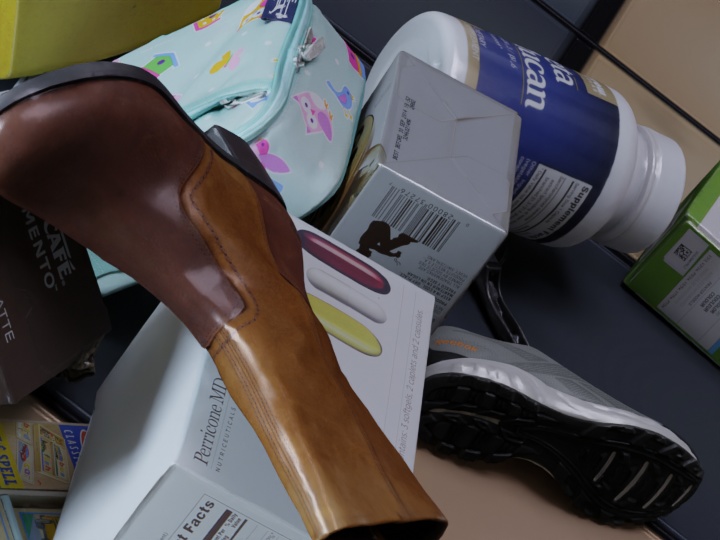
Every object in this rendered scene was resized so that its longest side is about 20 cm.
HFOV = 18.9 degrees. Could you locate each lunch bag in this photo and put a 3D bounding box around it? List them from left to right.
[{"bbox_3d":[-0.095,-0.065,1.139,0.077,0.199,0.161,55,27,-25],"label":"lunch bag"}]

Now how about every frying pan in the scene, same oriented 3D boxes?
[{"bbox_3d":[0.057,-0.021,1.394,0.115,0.031,0.190,20,34,-25],"label":"frying pan"}]

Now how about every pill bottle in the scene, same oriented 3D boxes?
[{"bbox_3d":[0.106,-0.081,1.382,0.199,0.111,0.111,20,37,-27],"label":"pill bottle"}]

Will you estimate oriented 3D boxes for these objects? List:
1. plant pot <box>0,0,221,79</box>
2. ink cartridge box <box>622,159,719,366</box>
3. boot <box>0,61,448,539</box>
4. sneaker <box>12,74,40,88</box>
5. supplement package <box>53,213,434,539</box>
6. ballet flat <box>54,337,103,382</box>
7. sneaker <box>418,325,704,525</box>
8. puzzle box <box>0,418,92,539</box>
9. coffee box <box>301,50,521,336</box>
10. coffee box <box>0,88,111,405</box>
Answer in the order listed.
[{"bbox_3d":[-0.195,-0.227,1.233,0.199,0.200,0.176,29,44,14],"label":"plant pot"},{"bbox_3d":[0.301,0.023,1.529,0.200,0.076,0.148,42,33,3],"label":"ink cartridge box"},{"bbox_3d":[-0.060,0.025,0.842,0.201,0.068,0.188,63,14,25],"label":"boot"},{"bbox_3d":[-0.110,-0.097,1.281,0.199,0.071,0.073,7,44,-36],"label":"sneaker"},{"bbox_3d":[-0.058,0.093,0.978,0.111,0.156,0.200,29,34,-14],"label":"supplement package"},{"bbox_3d":[-0.174,0.050,1.029,0.200,0.067,0.047,-34,114,-68],"label":"ballet flat"},{"bbox_3d":[0.119,0.086,1.282,0.200,0.074,0.079,26,30,-18],"label":"sneaker"},{"bbox_3d":[-0.151,0.151,0.985,0.133,0.025,0.200,7,44,-40],"label":"puzzle box"},{"bbox_3d":[0.000,0.000,1.152,0.080,0.200,0.113,28,36,-11],"label":"coffee box"},{"bbox_3d":[-0.219,0.001,0.917,0.080,0.199,0.115,-39,117,-56],"label":"coffee box"}]
